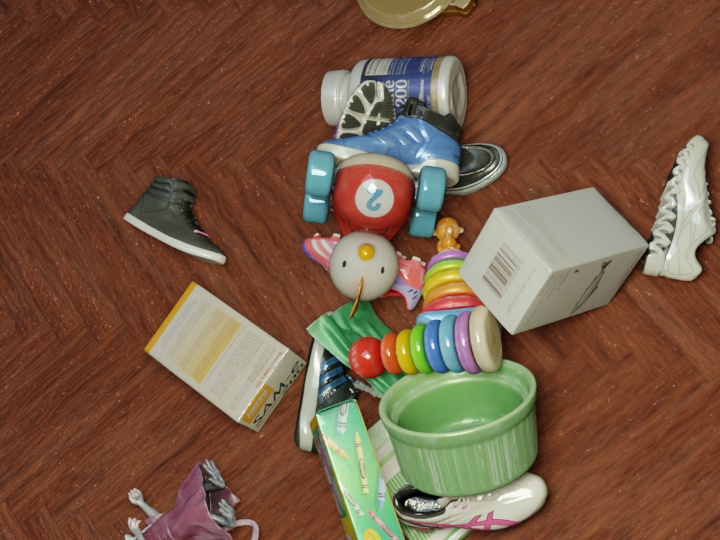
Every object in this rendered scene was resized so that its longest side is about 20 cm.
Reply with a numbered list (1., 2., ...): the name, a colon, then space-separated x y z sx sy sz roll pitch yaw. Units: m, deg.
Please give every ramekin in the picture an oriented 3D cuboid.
1. ramekin: 0.129 0.197 1.535 0.199 0.200 0.098 -5 112 18

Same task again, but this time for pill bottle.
1. pill bottle: 0.048 -0.254 1.792 0.199 0.111 0.112 1 71 21

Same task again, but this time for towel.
1. towel: 0.087 0.269 1.636 0.152 0.023 0.200 -43 63 2

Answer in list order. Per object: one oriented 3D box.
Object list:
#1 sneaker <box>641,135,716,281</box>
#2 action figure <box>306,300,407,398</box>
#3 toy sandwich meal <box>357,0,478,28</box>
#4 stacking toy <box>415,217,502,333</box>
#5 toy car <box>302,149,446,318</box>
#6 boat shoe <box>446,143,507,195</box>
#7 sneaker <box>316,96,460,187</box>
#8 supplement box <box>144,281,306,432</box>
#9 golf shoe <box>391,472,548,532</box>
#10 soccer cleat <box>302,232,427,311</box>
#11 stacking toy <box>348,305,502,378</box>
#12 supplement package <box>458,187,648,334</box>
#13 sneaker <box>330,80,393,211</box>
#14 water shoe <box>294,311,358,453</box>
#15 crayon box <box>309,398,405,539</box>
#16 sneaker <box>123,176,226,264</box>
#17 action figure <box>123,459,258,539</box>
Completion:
1. sneaker: 0.432 -0.079 1.616 0.081 0.075 0.201 17 79 11
2. action figure: 0.028 0.132 1.658 0.118 0.055 0.200 -30 68 -35
3. toy sandwich meal: 0.090 -0.447 1.876 0.204 0.070 0.207 -8 69 23
4. stacking toy: 0.126 0.012 1.682 0.115 0.110 0.201 -6 57 2
5. toy car: 0.009 -0.037 1.634 0.183 0.177 0.201 7 69 -2
6. boat shoe: 0.109 -0.147 1.753 0.199 0.071 0.073 -9 68 17
7. sneaker: 0.042 -0.184 1.688 0.198 0.077 0.112 7 74 -1
8. supplement box: -0.195 0.123 1.765 0.200 0.074 0.126 33 85 27
9. golf shoe: 0.136 0.292 1.545 0.199 0.092 0.073 -12 70 13
10. soccer cleat: 0.000 0.000 1.746 0.199 0.067 0.077 14 81 21
11. stacking toy: 0.077 0.103 1.571 0.199 0.085 0.086 -12 67 21
12. supplement package: 0.247 -0.015 1.568 0.117 0.199 0.117 50 134 28
13. sneaker: -0.020 -0.183 1.749 0.084 0.080 0.201 53 128 50
14. water shoe: -0.040 0.159 1.711 0.078 0.072 0.201 12 72 -5
15. crayon box: -0.006 0.275 1.584 0.058 0.119 0.201 -18 80 -10
16. sneaker: -0.268 -0.082 1.868 0.199 0.071 0.100 27 87 31
17. action figure: -0.255 0.360 1.708 0.200 0.134 0.149 -42 105 15
